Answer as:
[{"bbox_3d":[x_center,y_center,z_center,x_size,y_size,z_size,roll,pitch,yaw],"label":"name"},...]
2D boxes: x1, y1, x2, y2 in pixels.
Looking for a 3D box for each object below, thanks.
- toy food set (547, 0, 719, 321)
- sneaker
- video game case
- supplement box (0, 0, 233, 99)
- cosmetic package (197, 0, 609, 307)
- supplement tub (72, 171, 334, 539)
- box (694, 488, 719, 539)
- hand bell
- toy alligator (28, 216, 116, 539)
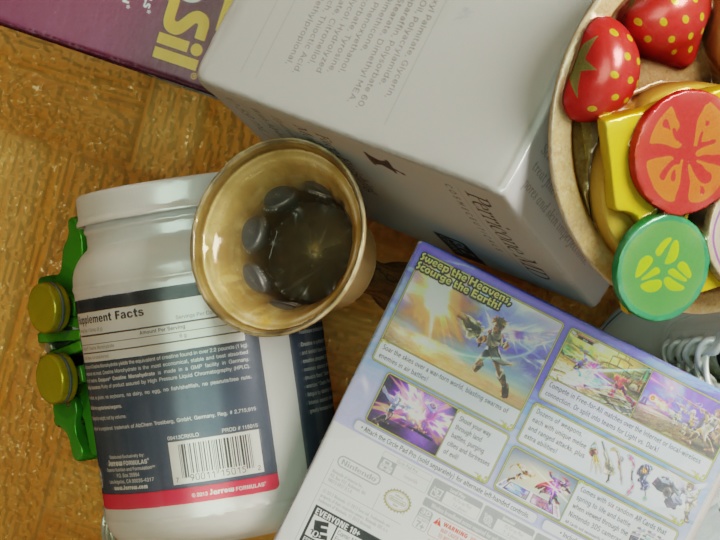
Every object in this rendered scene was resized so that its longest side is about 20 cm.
[{"bbox_3d":[0.183,-0.070,1.110,0.199,0.049,0.199,-17,109,-22],"label":"toy food set"},{"bbox_3d":[0.199,0.040,1.225,0.199,0.071,0.074,-13,99,43],"label":"sneaker"},{"bbox_3d":[0.081,0.109,1.195,0.199,0.045,0.182,27,93,13],"label":"video game case"},{"bbox_3d":[-0.127,-0.182,1.311,0.199,0.103,0.132,18,93,8],"label":"supplement box"},{"bbox_3d":[0.056,-0.110,1.208,0.199,0.165,0.166,23,80,30],"label":"cosmetic package"},{"bbox_3d":[-0.089,0.049,1.289,0.139,0.140,0.202,-8,90,9],"label":"supplement tub"},{"bbox_3d":[0.159,0.152,1.260,0.200,0.117,0.060,-37,95,9],"label":"box"},{"bbox_3d":[0.000,0.000,1.249,0.103,0.200,0.105,-6,77,26],"label":"hand bell"},{"bbox_3d":[-0.168,0.070,1.349,0.054,0.059,0.202,-7,89,49],"label":"toy alligator"}]
